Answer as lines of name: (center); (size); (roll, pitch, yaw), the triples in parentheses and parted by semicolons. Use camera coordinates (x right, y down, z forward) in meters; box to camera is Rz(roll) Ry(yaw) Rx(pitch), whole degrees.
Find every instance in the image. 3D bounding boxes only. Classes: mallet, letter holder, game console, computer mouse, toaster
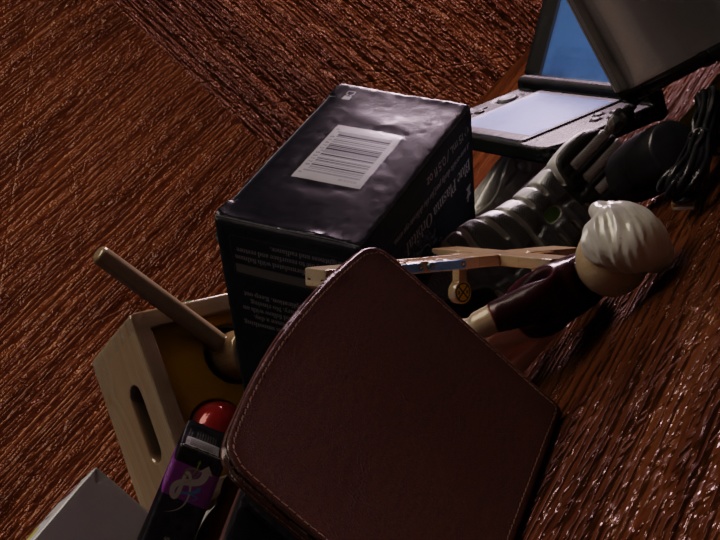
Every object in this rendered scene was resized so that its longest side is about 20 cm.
mallet: (0.240, -0.123, 0.892); (0.200, 0.041, 0.066); (-45, 4, -14)
letter holder: (-0.007, 0.097, 0.638); (0.101, 0.142, 0.200); (-45, 5, 32)
game console: (0.161, -0.178, 1.132); (0.175, 0.118, 0.200); (-23, 19, -20)
computer mouse: (0.236, -0.112, 0.746); (0.200, 0.044, 0.110); (-44, 5, 48)
toaster: (0.230, -0.206, 0.876); (0.180, 0.119, 0.200); (-28, 12, 35)

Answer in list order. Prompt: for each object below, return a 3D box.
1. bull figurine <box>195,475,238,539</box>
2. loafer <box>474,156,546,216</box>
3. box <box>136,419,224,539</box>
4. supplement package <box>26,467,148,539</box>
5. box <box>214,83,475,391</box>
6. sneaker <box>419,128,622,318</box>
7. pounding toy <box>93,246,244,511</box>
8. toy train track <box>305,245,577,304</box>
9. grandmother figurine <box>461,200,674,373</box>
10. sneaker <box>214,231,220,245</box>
bull figurine: (-0.092, 0.208, 0.931); (0.121, 0.065, 0.201); (-48, 13, 55)
loafer: (0.127, -0.058, 1.201); (0.200, 0.070, 0.070); (-46, 6, -4)
box: (-0.142, 0.205, 0.912); (0.143, 0.036, 0.202); (175, 117, -84)
supplement package: (-0.217, 0.282, 1.033); (0.200, 0.156, 0.111); (-50, 4, -27)
box: (0.000, 0.000, 1.010); (0.197, 0.116, 0.202); (-52, -34, -45)
sneaker: (0.115, -0.016, 1.014); (0.199, 0.075, 0.116); (-39, -3, -15)
pounding toy: (-0.120, 0.085, 1.090); (0.183, 0.202, 0.142); (-12, -18, -34)
toy train track: (0.055, 0.007, 0.839); (0.198, 0.033, 0.114); (-4, 6, -35)
grandmother figurine: (0.103, 0.024, 0.791); (0.121, 0.061, 0.200); (-31, -8, -47)
sneaker: (-0.047, -0.020, 1.098); (0.074, 0.087, 0.200); (-23, 0, 21)
